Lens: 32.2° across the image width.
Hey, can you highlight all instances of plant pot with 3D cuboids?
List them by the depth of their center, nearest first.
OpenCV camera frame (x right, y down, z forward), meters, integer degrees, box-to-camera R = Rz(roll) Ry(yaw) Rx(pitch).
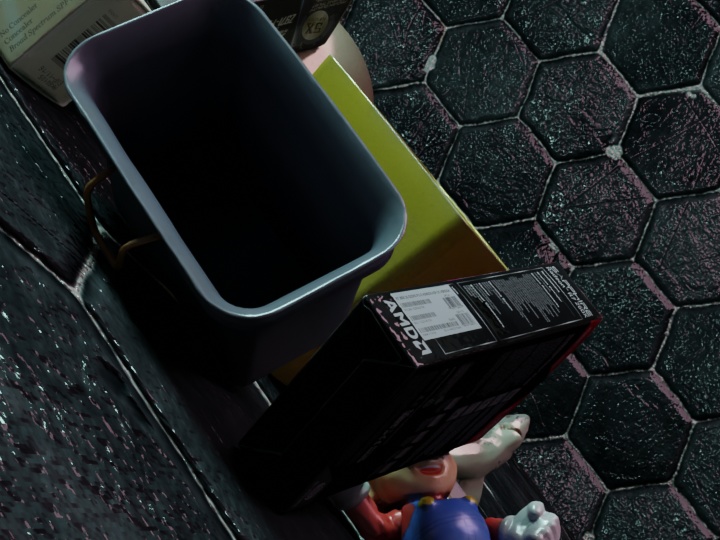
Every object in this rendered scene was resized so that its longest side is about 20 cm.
[{"bbox_3d":[0.000,0.000,0.947,0.201,0.176,0.200,53,7,35],"label":"plant pot"}]

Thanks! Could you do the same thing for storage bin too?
[{"bbox_3d":[-0.083,-0.031,0.722,0.201,0.145,0.135,53,-24,22],"label":"storage bin"}]

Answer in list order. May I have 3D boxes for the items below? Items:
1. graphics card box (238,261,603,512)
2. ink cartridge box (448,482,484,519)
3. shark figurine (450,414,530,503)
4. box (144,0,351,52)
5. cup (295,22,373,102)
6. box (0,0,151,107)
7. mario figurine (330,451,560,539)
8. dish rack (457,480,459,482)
[{"bbox_3d":[0.039,0.060,0.694,0.199,0.126,0.051,-11,58,-52],"label":"graphics card box"},{"bbox_3d":[0.094,0.229,1.010,0.146,0.048,0.200,53,6,17],"label":"ink cartridge box"},{"bbox_3d":[0.058,0.159,1.207,0.213,0.129,0.089,30,-11,-32],"label":"shark figurine"},{"bbox_3d":[-0.123,-0.242,0.960,0.199,0.086,0.164,-25,73,-40],"label":"box"},{"bbox_3d":[-0.097,-0.120,1.061,0.201,0.199,0.144,51,27,-19],"label":"cup"},{"bbox_3d":[-0.233,-0.222,0.845,0.201,0.095,0.078,52,4,18],"label":"box"},{"bbox_3d":[0.049,0.146,0.771,0.123,0.106,0.201,45,9,-49],"label":"mario figurine"},{"bbox_3d":[0.061,0.145,1.354,0.201,0.054,0.154,51,4,-23],"label":"dish rack"}]
